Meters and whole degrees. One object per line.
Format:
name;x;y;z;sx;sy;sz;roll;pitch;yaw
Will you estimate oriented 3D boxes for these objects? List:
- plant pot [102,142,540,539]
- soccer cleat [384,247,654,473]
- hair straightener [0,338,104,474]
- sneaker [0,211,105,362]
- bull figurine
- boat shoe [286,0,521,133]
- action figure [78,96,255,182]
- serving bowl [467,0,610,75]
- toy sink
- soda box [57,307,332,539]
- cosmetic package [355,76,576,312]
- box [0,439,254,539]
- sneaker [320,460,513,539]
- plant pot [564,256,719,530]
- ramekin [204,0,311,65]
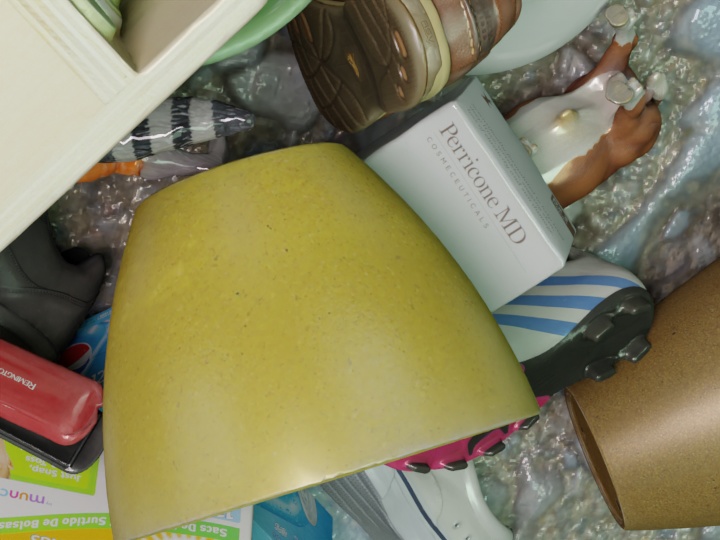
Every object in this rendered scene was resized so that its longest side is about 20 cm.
plant pot;-0.033;0.026;0.844;0.198;0.200;0.143;-14;83;-21
soccer cleat;0.074;0.048;1.061;0.199;0.086;0.070;-24;131;-25
hair straightener;-0.210;0.050;0.888;0.077;0.198;0.041;91;20;-60
sneaker;-0.205;-0.028;0.906;0.091;0.076;0.200;-54;127;-13
bull figurine;0.090;-0.058;1.028;0.199;0.065;0.122;-38;160;-17
boat shoe;0.017;-0.111;0.899;0.067;0.200;0.073;-23;100;-16
action figure;-0.150;-0.076;0.771;0.192;0.105;0.201;-21;145;-15
serving bowl;0.075;-0.193;0.973;0.198;0.066;0.202;-11;116;-24
toy sink;-0.147;-0.086;0.665;0.200;0.130;0.112;-41;115;4
soda box;-0.093;0.110;1.006;0.067;0.065;0.200;-25;127;20
cosmetic package;0.000;0.000;0.953;0.199;0.074;0.102;-34;96;19
box;-0.158;0.151;0.925;0.198;0.113;0.102;12;130;-12
sneaker;0.023;0.115;1.088;0.071;0.073;0.201;-51;130;-21
plant pot;0.230;0.074;1.116;0.198;0.187;0.188;-22;121;-3
ramekin;-0.100;-0.201;0.858;0.198;0.098;0.202;-11;116;-23
